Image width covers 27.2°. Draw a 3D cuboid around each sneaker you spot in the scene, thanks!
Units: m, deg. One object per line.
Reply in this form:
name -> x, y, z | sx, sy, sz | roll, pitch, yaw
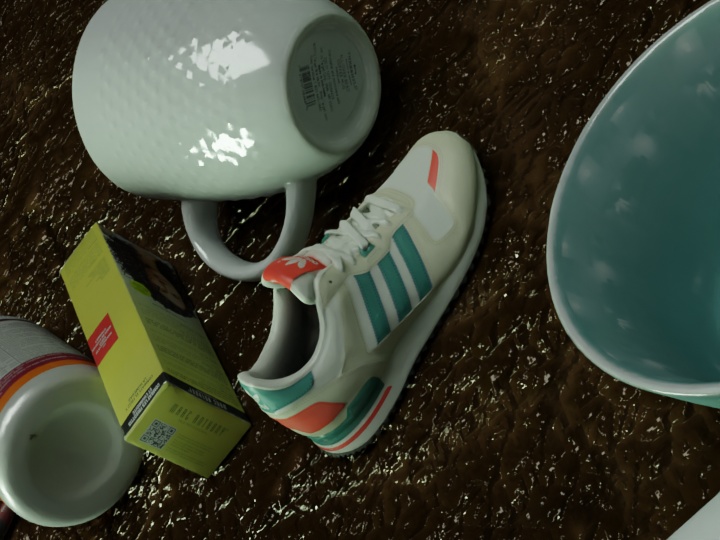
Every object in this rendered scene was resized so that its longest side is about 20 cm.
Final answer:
sneaker -> 0.000, 0.000, 0.840 | 0.070, 0.093, 0.201 | 18, 80, 53

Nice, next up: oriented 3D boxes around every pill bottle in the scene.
pill bottle -> -0.238, 0.095, 1.041 | 0.200, 0.109, 0.110 | 21, 82, 54

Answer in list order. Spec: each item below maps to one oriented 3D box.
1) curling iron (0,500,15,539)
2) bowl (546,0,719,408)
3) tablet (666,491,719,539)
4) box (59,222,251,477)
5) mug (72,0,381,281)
curling iron -> -0.289, 0.227, 1.077 | 0.049, 0.026, 0.201 | 0, 65, 42
bowl -> 0.187, -0.018, 0.618 | 0.200, 0.105, 0.202 | -30, 42, 31
tablet -> 0.151, 0.161, 0.617 | 0.200, 0.014, 0.130 | -46, 38, 17
box -> -0.140, 0.048, 0.990 | 0.050, 0.075, 0.200 | -50, 38, 12
mug -> -0.078, -0.093, 0.977 | 0.174, 0.147, 0.202 | 4, 98, 43
